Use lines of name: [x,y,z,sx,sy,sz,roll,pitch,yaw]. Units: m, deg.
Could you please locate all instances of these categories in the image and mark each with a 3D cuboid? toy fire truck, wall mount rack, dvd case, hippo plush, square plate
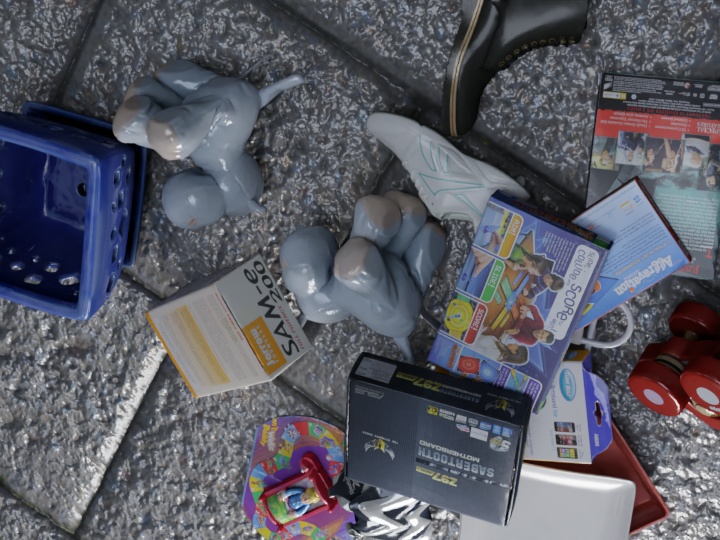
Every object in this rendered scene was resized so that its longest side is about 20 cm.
toy fire truck: [0.389,0.125,1.250,0.168,0.112,0.199,47,157,-13]
wall mount rack: [0.210,0.002,1.312,0.197,0.075,0.176,14,115,13]
dvd case: [0.308,-0.099,1.243,0.144,0.022,0.203,7,93,15]
hippo plush: [0.000,0.000,1.358,0.159,0.160,0.201,1,133,40]
square plate: [0.212,0.312,1.398,0.197,0.028,0.201,8,110,15]
hippo plush: [-0.176,-0.141,1.361,0.159,0.198,0.163,38,145,46]

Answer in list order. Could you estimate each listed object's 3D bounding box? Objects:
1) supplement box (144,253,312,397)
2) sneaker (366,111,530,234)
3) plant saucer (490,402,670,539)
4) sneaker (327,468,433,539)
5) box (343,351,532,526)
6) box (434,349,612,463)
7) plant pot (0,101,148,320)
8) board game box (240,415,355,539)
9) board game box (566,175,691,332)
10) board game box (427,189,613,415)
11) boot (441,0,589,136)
supplement box: [-0.157,0.069,1.400,0.199,0.073,0.127,-18,104,55]
sneaker: [0.082,-0.105,1.299,0.199,0.070,0.081,33,97,12]
plant saucer: [0.228,0.239,1.403,0.199,0.037,0.201,-32,96,23]
sneaker: [0.028,0.241,1.424,0.128,0.080,0.201,1,121,-12]
box: [0.081,0.186,1.311,0.197,0.051,0.159,15,130,15]
box: [0.184,0.149,1.332,0.197,0.041,0.121,-1,107,26]
plant pot: [-0.357,-0.083,1.402,0.197,0.180,0.203,15,112,11]
board game box: [-0.077,0.283,1.512,0.156,0.039,0.203,18,112,11]
board game box: [0.233,-0.001,1.250,0.199,0.019,0.104,-34,91,26]
board game box: [0.165,0.034,1.256,0.134,0.034,0.202,26,114,12]
boot: [0.165,-0.227,1.248,0.136,0.078,0.203,14,113,7]
